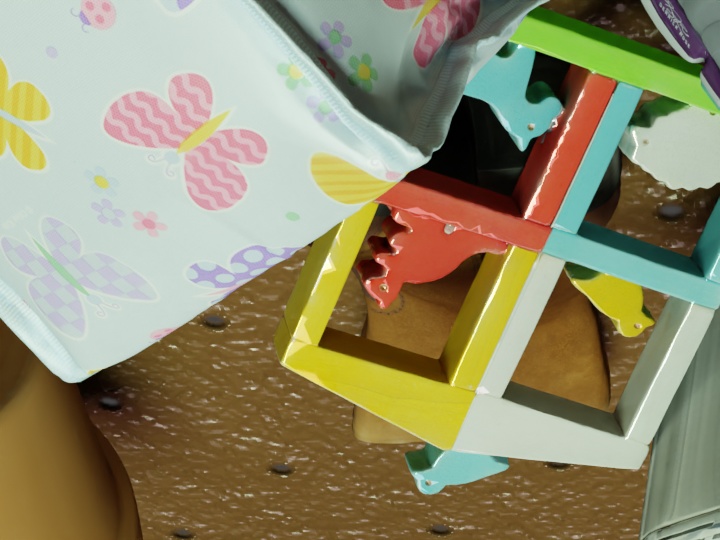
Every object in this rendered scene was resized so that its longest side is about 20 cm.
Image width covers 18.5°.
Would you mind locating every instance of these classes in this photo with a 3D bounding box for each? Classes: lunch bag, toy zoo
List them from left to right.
[{"bbox_3d":[-0.073,-0.096,0.592,0.200,0.127,0.169,46,136,-11],"label":"lunch bag"},{"bbox_3d":[0.057,-0.015,0.693,0.131,0.020,0.200,18,110,-18],"label":"toy zoo"}]

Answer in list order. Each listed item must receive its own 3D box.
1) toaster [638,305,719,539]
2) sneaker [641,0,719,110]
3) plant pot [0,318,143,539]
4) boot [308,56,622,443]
[{"bbox_3d":[0.169,0.059,0.713,0.200,0.129,0.114,-18,132,41],"label":"toaster"},{"bbox_3d":[0.134,-0.044,0.580,0.074,0.200,0.088,-32,162,-8],"label":"sneaker"},{"bbox_3d":[-0.183,0.078,0.836,0.199,0.200,0.140,4,130,2],"label":"plant pot"},{"bbox_3d":[0.000,0.000,0.796,0.188,0.069,0.200,-8,149,-2],"label":"boot"}]
